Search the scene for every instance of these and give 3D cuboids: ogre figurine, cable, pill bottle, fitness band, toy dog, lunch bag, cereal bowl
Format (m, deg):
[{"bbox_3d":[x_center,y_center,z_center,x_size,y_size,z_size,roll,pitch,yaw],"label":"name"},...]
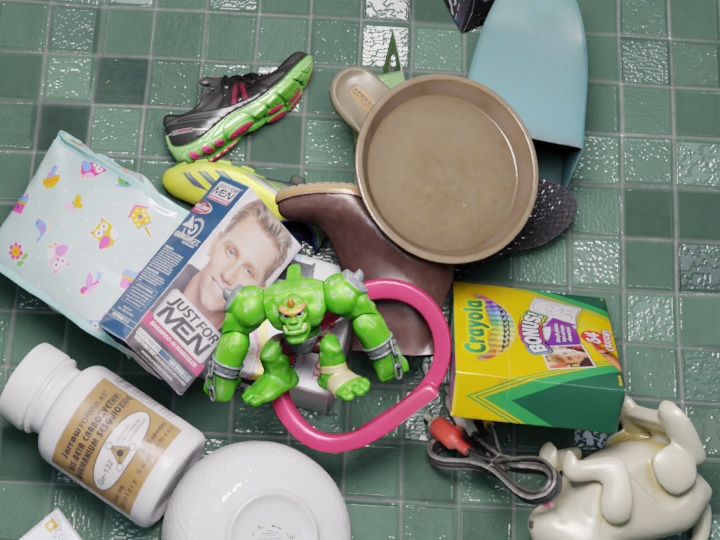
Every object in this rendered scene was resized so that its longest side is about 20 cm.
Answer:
[{"bbox_3d":[-0.061,0.064,1.486,0.197,0.098,0.122,-1,111,22],"label":"ogre figurine"},{"bbox_3d":[0.127,0.187,1.564,0.097,0.200,0.051,-39,122,-4],"label":"cable"},{"bbox_3d":[-0.270,0.165,1.563,0.199,0.115,0.115,32,73,8],"label":"pill bottle"},{"bbox_3d":[0.000,0.097,1.542,0.199,0.037,0.144,-34,89,5],"label":"fitness band"},{"bbox_3d":[0.256,0.248,1.568,0.199,0.139,0.195,-37,113,-15],"label":"toy dog"},{"bbox_3d":[-0.269,-0.024,1.596,0.199,0.122,0.172,31,88,21],"label":"lunch bag"},{"bbox_3d":[-0.098,0.271,1.526,0.197,0.083,0.203,3,80,-18],"label":"cereal bowl"}]

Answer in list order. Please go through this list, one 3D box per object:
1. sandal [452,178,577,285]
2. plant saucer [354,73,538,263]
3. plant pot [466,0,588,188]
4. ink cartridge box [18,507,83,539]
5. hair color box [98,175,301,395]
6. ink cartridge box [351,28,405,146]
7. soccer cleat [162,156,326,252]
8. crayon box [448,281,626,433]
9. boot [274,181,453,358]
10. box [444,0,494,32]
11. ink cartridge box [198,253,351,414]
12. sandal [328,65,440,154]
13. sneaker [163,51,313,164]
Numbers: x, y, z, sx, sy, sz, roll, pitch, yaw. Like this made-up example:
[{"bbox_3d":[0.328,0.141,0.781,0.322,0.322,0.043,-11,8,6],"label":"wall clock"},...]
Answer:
[{"bbox_3d":[0.146,-0.044,1.687,0.198,0.045,0.076,-27,98,3],"label":"sandal"},{"bbox_3d":[0.087,-0.103,1.558,0.197,0.029,0.203,3,76,-14],"label":"plant saucer"},{"bbox_3d":[0.182,-0.206,1.702,0.139,0.142,0.203,10,67,0],"label":"plant pot"},{"bbox_3d":[-0.326,0.381,1.526,0.199,0.043,0.199,-38,77,-16],"label":"ink cartridge box"},{"bbox_3d":[-0.161,0.014,1.532,0.060,0.100,0.201,22,69,50],"label":"hair color box"},{"bbox_3d":[0.026,-0.155,1.690,0.058,0.104,0.203,-10,72,-7],"label":"ink cartridge box"},{"bbox_3d":[-0.127,-0.071,1.676,0.197,0.065,0.085,12,74,1],"label":"soccer cleat"},{"bbox_3d":[0.179,0.087,1.579,0.170,0.201,0.059,7,116,-1],"label":"crayon box"},{"bbox_3d":[0.000,0.000,1.570,0.197,0.072,0.169,8,81,-1],"label":"boot"},{"bbox_3d":[0.186,-0.389,1.761,0.198,0.132,0.116,-25,76,-11],"label":"box"},{"bbox_3d":[-0.106,0.052,1.626,0.197,0.083,0.148,15,71,2],"label":"ink cartridge box"},{"bbox_3d":[0.045,-0.150,1.606,0.200,0.054,0.080,43,74,11],"label":"sandal"},{"bbox_3d":[-0.138,-0.198,1.711,0.199,0.077,0.084,-34,77,-15],"label":"sneaker"}]
